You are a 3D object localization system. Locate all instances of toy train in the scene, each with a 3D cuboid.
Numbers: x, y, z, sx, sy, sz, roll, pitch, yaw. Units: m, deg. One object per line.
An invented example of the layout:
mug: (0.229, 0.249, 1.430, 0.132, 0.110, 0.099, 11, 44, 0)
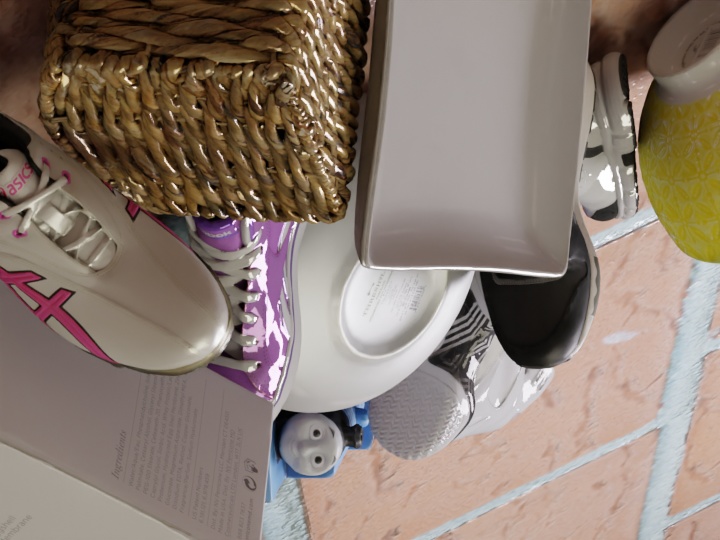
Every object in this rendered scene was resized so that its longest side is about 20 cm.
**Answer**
toy train: (-0.047, 0.091, 1.683, 0.114, 0.087, 0.200, -2, -168, 9)

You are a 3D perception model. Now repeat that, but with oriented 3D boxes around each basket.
basket: (-0.077, -0.125, 1.261, 0.142, 0.150, 0.200, 4, 162, 10)

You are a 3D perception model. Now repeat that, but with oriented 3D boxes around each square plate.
square plate: (0.059, -0.098, 1.379, 0.028, 0.199, 0.200, 6, -178, 35)

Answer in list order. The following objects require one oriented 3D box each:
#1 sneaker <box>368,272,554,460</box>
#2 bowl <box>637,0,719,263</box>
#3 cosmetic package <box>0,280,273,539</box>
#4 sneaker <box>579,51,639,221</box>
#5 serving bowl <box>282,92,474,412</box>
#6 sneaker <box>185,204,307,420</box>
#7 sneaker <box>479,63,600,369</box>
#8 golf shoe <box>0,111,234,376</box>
sneaker: (0.085, 0.029, 1.650, 0.115, 0.075, 0.200, -2, 124, -60)
bowl: (0.240, -0.114, 1.593, 0.200, 0.200, 0.108, -36, 116, 20)
cosmetic package: (-0.184, 0.119, 1.356, 0.200, 0.123, 0.199, 29, 130, -24)
sneaker: (0.136, -0.083, 1.646, 0.080, 0.074, 0.200, -9, 159, 6)
serving bowl: (0.000, 0.000, 1.512, 0.200, 0.066, 0.201, -23, 128, -33)
sneaker: (-0.075, 0.000, 1.390, 0.072, 0.201, 0.114, 9, -175, 15)
sneaker: (0.089, -0.044, 1.504, 0.075, 0.201, 0.087, -7, 166, 26)
golf shoe: (-0.149, -0.018, 1.236, 0.073, 0.200, 0.092, -54, 162, -6)
